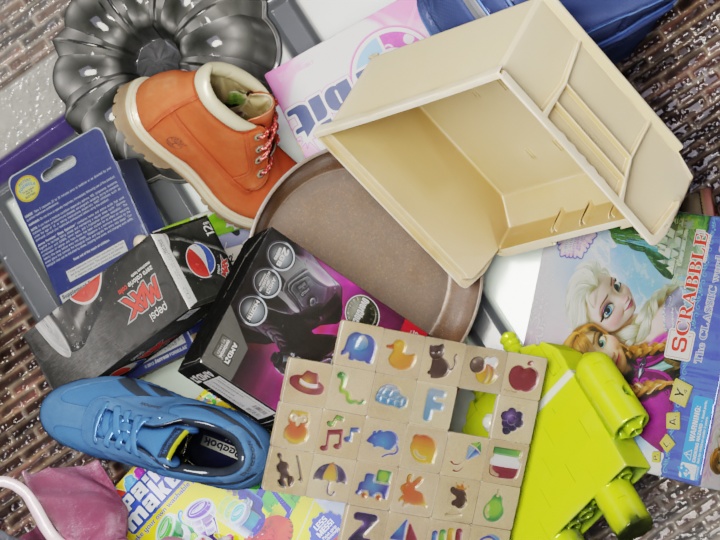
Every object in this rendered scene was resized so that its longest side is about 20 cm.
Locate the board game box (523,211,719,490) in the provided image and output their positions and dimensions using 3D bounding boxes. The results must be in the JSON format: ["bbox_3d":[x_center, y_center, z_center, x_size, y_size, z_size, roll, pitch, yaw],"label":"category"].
[{"bbox_3d":[0.212,0.051,1.570,0.199,0.041,0.201,9,87,47],"label":"board game box"}]

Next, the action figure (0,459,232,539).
[{"bbox_3d":[-0.186,0.219,1.531,0.200,0.149,0.134,38,88,28],"label":"action figure"}]

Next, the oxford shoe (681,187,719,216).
[{"bbox_3d":[0.248,0.034,1.599,0.075,0.070,0.201,3,86,16],"label":"oxford shoe"}]

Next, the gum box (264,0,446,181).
[{"bbox_3d":[0.039,-0.153,1.663,0.200,0.066,0.114,-29,79,10],"label":"gum box"}]

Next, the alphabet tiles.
[{"bbox_3d":[0.031,0.130,1.522,0.199,0.008,0.168,11,93,-17],"label":"alphabet tiles"}]

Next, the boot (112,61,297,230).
[{"bbox_3d":[-0.089,-0.097,1.622,0.107,0.200,0.075,-19,52,36],"label":"boot"}]

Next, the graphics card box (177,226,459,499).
[{"bbox_3d":[-0.024,0.073,1.548,0.200,0.051,0.126,35,66,-16],"label":"graphics card box"}]

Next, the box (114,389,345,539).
[{"bbox_3d":[-0.089,0.212,1.639,0.193,0.122,0.200,44,96,14],"label":"box"}]

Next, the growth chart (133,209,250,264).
[{"bbox_3d":[-0.070,0.020,1.656,0.145,0.018,0.200,-30,70,-36],"label":"growth chart"}]

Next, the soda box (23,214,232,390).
[{"bbox_3d":[-0.181,0.033,1.615,0.200,0.063,0.071,-35,81,43],"label":"soda box"}]

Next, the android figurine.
[{"bbox_3d":[0.144,0.138,1.564,0.182,0.041,0.200,-48,53,29],"label":"android figurine"}]

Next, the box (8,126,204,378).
[{"bbox_3d":[-0.209,-0.009,1.699,0.121,0.032,0.200,-25,87,34],"label":"box"}]

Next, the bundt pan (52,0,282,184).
[{"bbox_3d":[-0.170,-0.175,1.711,0.201,0.076,0.203,-1,85,13],"label":"bundt pan"}]

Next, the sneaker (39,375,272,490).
[{"bbox_3d":[-0.162,0.121,1.564,0.200,0.078,0.066,12,89,17],"label":"sneaker"}]

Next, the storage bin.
[{"bbox_3d":[0.110,-0.088,1.525,0.200,0.199,0.094,-14,38,48],"label":"storage bin"}]

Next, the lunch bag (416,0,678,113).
[{"bbox_3d":[0.159,-0.225,1.573,0.200,0.132,0.136,-29,81,-27],"label":"lunch bag"}]

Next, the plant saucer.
[{"bbox_3d":[0.000,0.000,1.613,0.200,0.034,0.201,0,90,-20],"label":"plant saucer"}]
